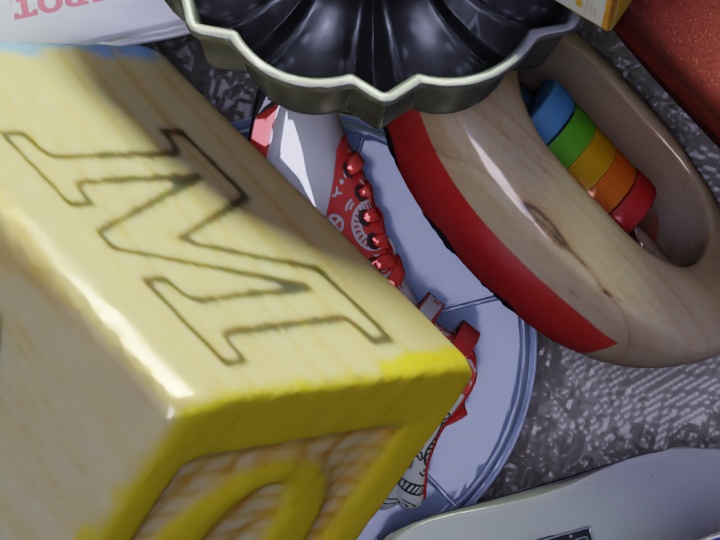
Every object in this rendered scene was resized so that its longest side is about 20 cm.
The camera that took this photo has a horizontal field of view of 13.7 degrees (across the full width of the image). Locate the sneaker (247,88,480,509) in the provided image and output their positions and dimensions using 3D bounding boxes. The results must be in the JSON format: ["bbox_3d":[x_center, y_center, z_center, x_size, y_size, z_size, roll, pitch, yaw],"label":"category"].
[{"bbox_3d":[0.000,0.000,1.236,0.108,0.067,0.202,9,95,1],"label":"sneaker"}]

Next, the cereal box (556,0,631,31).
[{"bbox_3d":[0.047,-0.198,1.120,0.200,0.040,0.144,32,72,11],"label":"cereal box"}]

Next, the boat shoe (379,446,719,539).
[{"bbox_3d":[0.092,0.121,1.268,0.200,0.066,0.072,-13,88,-19],"label":"boat shoe"}]

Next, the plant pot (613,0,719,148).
[{"bbox_3d":[0.206,-0.110,1.200,0.176,0.200,0.200,33,93,12],"label":"plant pot"}]

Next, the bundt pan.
[{"bbox_3d":[0.005,-0.144,1.159,0.201,0.076,0.202,1,70,-2],"label":"bundt pan"}]

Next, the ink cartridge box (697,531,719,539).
[{"bbox_3d":[0.120,0.202,1.251,0.199,0.041,0.200,-20,114,3],"label":"ink cartridge box"}]

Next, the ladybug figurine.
[{"bbox_3d":[0.077,-0.035,1.237,0.072,0.136,0.200,-36,101,33],"label":"ladybug figurine"}]

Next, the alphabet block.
[{"bbox_3d":[-0.115,0.047,1.136,0.200,0.196,0.196,44,116,24],"label":"alphabet block"}]

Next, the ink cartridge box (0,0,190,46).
[{"bbox_3d":[-0.102,-0.194,1.252,0.145,0.083,0.200,-12,92,2],"label":"ink cartridge box"}]

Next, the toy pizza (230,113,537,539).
[{"bbox_3d":[-0.024,0.032,1.286,0.200,0.032,0.201,0,91,3],"label":"toy pizza"}]
